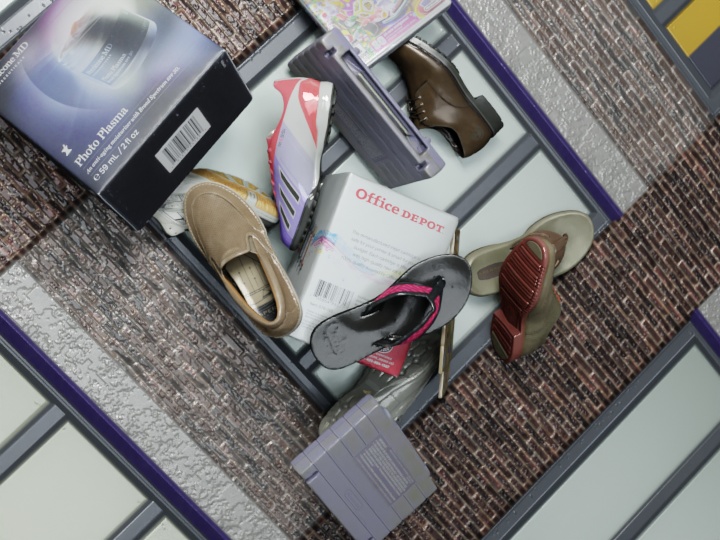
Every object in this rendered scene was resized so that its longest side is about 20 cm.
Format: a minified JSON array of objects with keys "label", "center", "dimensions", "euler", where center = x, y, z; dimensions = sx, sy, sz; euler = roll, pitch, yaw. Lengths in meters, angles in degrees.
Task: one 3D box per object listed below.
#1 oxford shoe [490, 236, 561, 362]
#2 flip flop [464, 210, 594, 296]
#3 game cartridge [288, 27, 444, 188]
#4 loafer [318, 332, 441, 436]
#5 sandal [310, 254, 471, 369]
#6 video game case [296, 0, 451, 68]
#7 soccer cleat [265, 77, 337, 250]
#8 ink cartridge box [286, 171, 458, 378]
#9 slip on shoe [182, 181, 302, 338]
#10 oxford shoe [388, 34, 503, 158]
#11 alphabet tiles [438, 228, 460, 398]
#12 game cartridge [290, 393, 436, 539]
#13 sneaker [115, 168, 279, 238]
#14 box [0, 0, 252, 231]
[{"label":"oxford shoe","center":[0.217,0.030,1.293],"dimensions":[0.075,0.071,0.200],"euler":[-15,141,-22]},{"label":"flip flop","center":[0.220,-0.019,1.327],"dimensions":[0.199,0.058,0.081],"euler":[-19,99,-19]},{"label":"game cartridge","center":[0.005,-0.186,1.212],"dimensions":[0.038,0.130,0.200],"euler":[-44,104,-13]},{"label":"loafer","center":[0.031,0.156,1.291],"dimensions":[0.200,0.070,0.070],"euler":[-41,139,-11]},{"label":"sandal","center":[0.040,0.050,1.128],"dimensions":[0.199,0.045,0.075],"euler":[-29,97,-10]},{"label":"video game case","center":[-0.008,-0.350,1.229],"dimensions":[0.143,0.018,0.200],"euler":[-39,83,-10]},{"label":"soccer cleat","center":[-0.077,-0.122,1.181],"dimensions":[0.073,0.068,0.201],"euler":[11,111,-2]},{"label":"ink cartridge box","center":[0.000,0.000,1.222],"dimensions":[0.145,0.145,0.201],"euler":[23,89,-14]},{"label":"slip on shoe","center":[-0.133,-0.016,1.124],"dimensions":[0.076,0.061,0.200],"euler":[-31,79,7]},{"label":"oxford shoe","center":[0.085,-0.218,1.270],"dimensions":[0.200,0.073,0.084],"euler":[44,84,-14]},{"label":"alphabet tiles","center":[0.108,0.049,1.253],"dimensions":[0.006,0.166,0.201],"euler":[5,93,9]},{"label":"game cartridge","center":[0.009,0.249,1.259],"dimensions":[0.130,0.038,0.200],"euler":[-43,133,-13]},{"label":"sneaker","center":[-0.195,-0.076,1.210],"dimensions":[0.199,0.076,0.088],"euler":[17,104,-12]},{"label":"box","center":[-0.263,-0.189,1.106],"dimensions":[0.198,0.123,0.200],"euler":[37,82,18]}]
